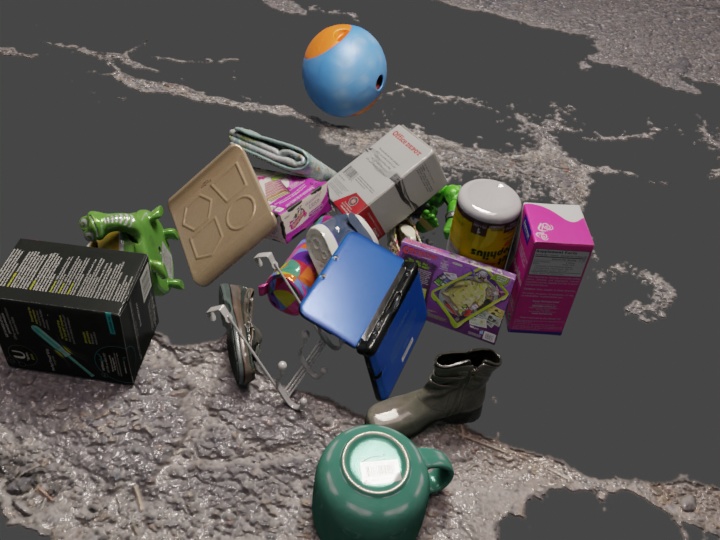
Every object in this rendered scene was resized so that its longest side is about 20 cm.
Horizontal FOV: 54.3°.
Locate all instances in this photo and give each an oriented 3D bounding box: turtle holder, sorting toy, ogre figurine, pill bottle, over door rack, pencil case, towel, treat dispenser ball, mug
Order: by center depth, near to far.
[{"bbox_3d":[0.023,0.268,0.904,0.150,0.116,0.185,28,47,22],"label":"mug"},{"bbox_3d":[-0.115,0.084,1.051,0.201,0.066,0.148,50,44,-12],"label":"over door rack"},{"bbox_3d":[-0.370,-0.021,1.123,0.128,0.145,0.186,-11,1,1],"label":"turtle holder"},{"bbox_3d":[0.202,-0.045,1.200,0.106,0.203,0.111,4,41,-3],"label":"pill bottle"},{"bbox_3d":[-0.090,-0.012,1.215,0.087,0.090,0.201,22,43,16],"label":"pencil case"},{"bbox_3d":[-0.245,-0.098,1.241,0.184,0.036,0.202,-37,59,12],"label":"sorting toy"},{"bbox_3d":[0.122,-0.131,1.366,0.197,0.099,0.121,0,44,45],"label":"ogre figurine"},{"bbox_3d":[-0.144,-0.222,1.385,0.197,0.049,0.170,26,5,23],"label":"towel"},{"bbox_3d":[-0.037,-0.457,1.612,0.195,0.204,0.204,4,42,-3],"label":"treat dispenser ball"}]

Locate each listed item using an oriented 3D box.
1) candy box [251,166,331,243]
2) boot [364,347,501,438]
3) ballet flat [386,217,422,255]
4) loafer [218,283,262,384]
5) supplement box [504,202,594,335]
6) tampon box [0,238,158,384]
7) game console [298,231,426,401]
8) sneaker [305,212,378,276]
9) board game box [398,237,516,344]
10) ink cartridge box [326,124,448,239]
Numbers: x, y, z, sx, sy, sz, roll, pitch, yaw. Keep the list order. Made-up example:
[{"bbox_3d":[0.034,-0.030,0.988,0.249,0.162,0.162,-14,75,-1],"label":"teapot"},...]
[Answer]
[{"bbox_3d":[-0.170,-0.126,1.302,0.196,0.062,0.136,14,39,35],"label":"candy box"},{"bbox_3d":[0.101,0.168,1.010,0.195,0.133,0.068,-9,43,-17],"label":"boot"},{"bbox_3d":[0.093,-0.025,1.267,0.074,0.065,0.202,-9,45,-18],"label":"ballet flat"},{"bbox_3d":[-0.181,0.091,1.104,0.061,0.073,0.202,-3,41,-20],"label":"loafer"},{"bbox_3d":[0.304,0.000,1.166,0.100,0.203,0.103,4,41,-4],"label":"supplement box"},{"bbox_3d":[-0.420,0.059,1.041,0.194,0.152,0.128,8,42,1],"label":"tampon box"},{"bbox_3d":[0.011,0.068,1.094,0.116,0.174,0.201,7,42,27],"label":"game console"},{"bbox_3d":[0.000,0.000,1.184,0.145,0.080,0.204,-20,85,-46],"label":"sneaker"},{"bbox_3d":[0.149,0.034,1.170,0.195,0.123,0.032,20,26,13],"label":"board game box"},{"bbox_3d":[0.044,-0.161,1.311,0.199,0.084,0.145,-39,40,-1],"label":"ink cartridge box"}]
